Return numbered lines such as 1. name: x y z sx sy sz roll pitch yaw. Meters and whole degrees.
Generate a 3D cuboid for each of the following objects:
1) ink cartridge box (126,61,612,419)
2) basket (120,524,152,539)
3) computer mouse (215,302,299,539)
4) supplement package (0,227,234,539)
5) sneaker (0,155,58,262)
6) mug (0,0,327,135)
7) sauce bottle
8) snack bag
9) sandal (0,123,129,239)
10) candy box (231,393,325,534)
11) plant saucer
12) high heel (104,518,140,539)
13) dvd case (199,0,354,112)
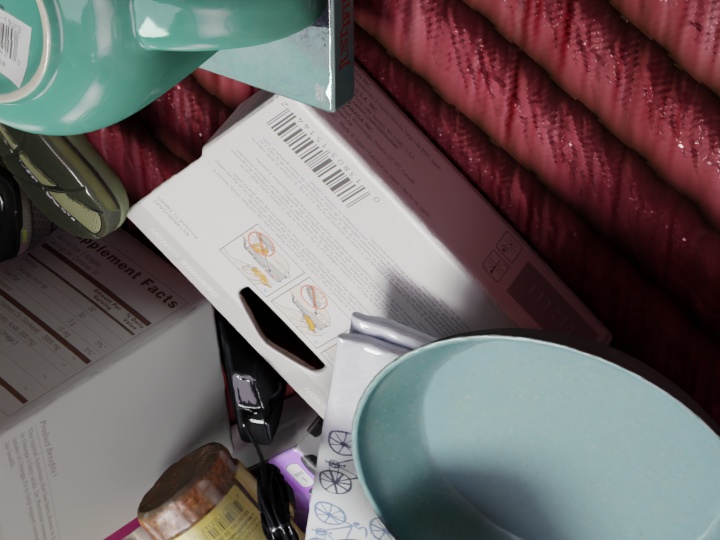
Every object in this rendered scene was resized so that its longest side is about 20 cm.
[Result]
1. ink cartridge box: 0.000 0.000 1.224 0.200 0.045 0.176 46 145 -11
2. basket: -0.132 0.264 1.449 0.200 0.198 0.161 47 179 43
3. computer mouse: -0.046 0.078 1.276 0.034 0.200 0.059 -10 124 -5
4. supplement package: -0.181 0.078 1.323 0.117 0.199 0.118 33 143 37
5. sneaker: -0.226 -0.084 1.302 0.200 0.088 0.074 52 145 -16
6. mug: -0.121 -0.139 1.052 0.184 0.114 0.153 -18 106 44
7. sauce bottle: -0.036 0.183 1.329 0.200 0.066 0.066 51 145 -13
8. snack bag: 0.072 0.118 1.223 0.199 0.021 0.189 20 138 8
9. sandal: -0.176 -0.108 1.251 0.202 0.057 0.080 56 154 -13
10. candy box: 0.009 0.163 1.387 0.200 0.072 0.167 46 146 -10
11. plant saucer: 0.094 0.093 1.144 0.198 0.036 0.201 15 136 14
12. high heel: -0.179 0.135 1.374 0.096 0.199 0.068 144 103 -87
13. dvd case: -0.090 -0.162 1.110 0.199 0.022 0.147 22 130 27
